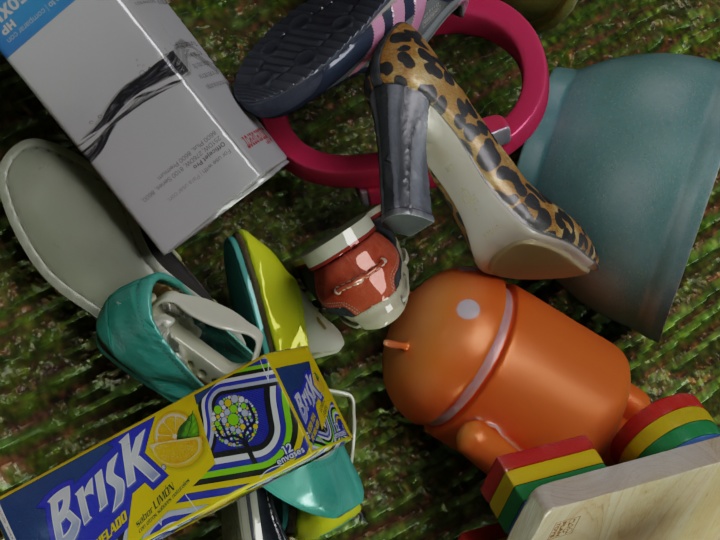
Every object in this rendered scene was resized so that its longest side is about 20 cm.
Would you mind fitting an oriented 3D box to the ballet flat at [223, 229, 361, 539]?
[{"bbox_3d":[-0.039,0.070,1.415,0.067,0.067,0.201,-9,84,-16],"label":"ballet flat"}]

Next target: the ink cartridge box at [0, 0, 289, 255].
[{"bbox_3d":[-0.142,-0.117,1.383,0.084,0.145,0.200,-38,93,8],"label":"ink cartridge box"}]

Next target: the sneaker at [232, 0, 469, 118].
[{"bbox_3d":[0.003,-0.147,1.447,0.200,0.070,0.082,-42,133,-23],"label":"sneaker"}]

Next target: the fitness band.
[{"bbox_3d":[0.030,-0.118,1.499,0.199,0.038,0.144,-17,53,-6],"label":"fitness band"}]

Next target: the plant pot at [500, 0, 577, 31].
[{"bbox_3d":[0.049,-0.273,1.555,0.183,0.200,0.202,1,69,-19],"label":"plant pot"}]

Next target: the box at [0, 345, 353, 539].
[{"bbox_3d":[-0.110,0.116,1.280,0.065,0.199,0.070,63,19,7],"label":"box"}]

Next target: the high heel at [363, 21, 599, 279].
[{"bbox_3d":[0.085,-0.075,1.428,0.199,0.071,0.143,18,59,-41],"label":"high heel"}]

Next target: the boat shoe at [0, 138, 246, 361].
[{"bbox_3d":[-0.151,0.001,1.390,0.072,0.061,0.201,-42,94,-4],"label":"boat shoe"}]

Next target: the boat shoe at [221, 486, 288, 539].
[{"bbox_3d":[-0.037,0.211,1.357,0.062,0.075,0.201,-18,86,-16],"label":"boat shoe"}]

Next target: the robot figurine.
[{"bbox_3d":[0.098,0.074,1.471,0.199,0.117,0.144,31,74,-16],"label":"robot figurine"}]

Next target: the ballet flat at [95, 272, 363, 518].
[{"bbox_3d":[-0.068,0.072,1.329,0.200,0.070,0.067,38,38,-6],"label":"ballet flat"}]

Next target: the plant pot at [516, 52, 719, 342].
[{"bbox_3d":[0.177,-0.066,1.548,0.133,0.201,0.201,18,58,8],"label":"plant pot"}]

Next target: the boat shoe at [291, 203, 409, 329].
[{"bbox_3d":[0.000,0.000,1.414,0.071,0.200,0.063,-35,93,1],"label":"boat shoe"}]

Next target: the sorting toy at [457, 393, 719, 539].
[{"bbox_3d":[0.152,0.166,1.426,0.198,0.201,0.070,-11,52,-30],"label":"sorting toy"}]
